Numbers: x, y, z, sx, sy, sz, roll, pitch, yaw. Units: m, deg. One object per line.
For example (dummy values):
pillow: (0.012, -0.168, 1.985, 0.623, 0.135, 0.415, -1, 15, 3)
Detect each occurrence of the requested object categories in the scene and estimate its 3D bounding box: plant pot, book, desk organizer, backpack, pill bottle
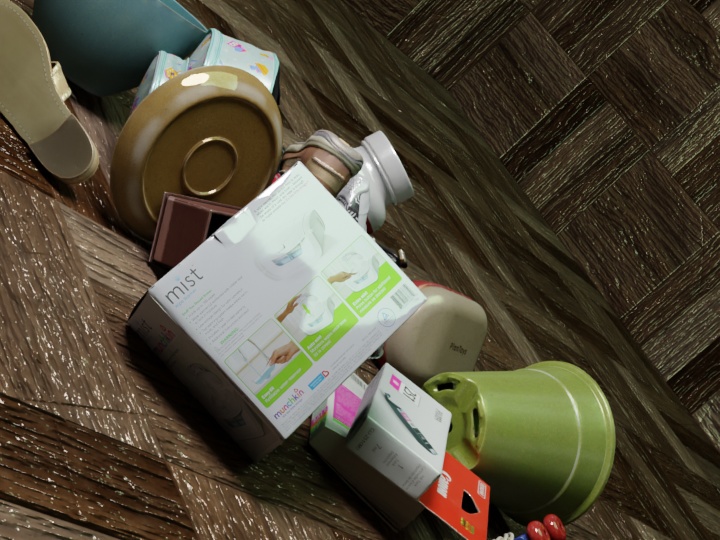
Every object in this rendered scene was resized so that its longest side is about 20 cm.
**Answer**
plant pot: (-0.290, -0.277, 1.665, 0.200, 0.135, 0.200, 38, 6, -5)
plant pot: (0.155, 0.190, 1.696, 0.190, 0.200, 0.200, 14, 33, -43)
book: (0.008, 0.172, 1.538, 0.134, 0.048, 0.200, 42, 13, -10)
desk organizer: (-0.107, -0.022, 1.501, 0.199, 0.072, 0.077, 10, 6, -44)
backpack: (-0.171, -0.161, 1.596, 0.153, 0.200, 0.176, 28, 20, -14)
plant pot: (-0.157, -0.108, 1.487, 0.200, 0.200, 0.027, 32, 5, -47)
pill bottle: (-0.044, -0.075, 1.692, 0.113, 0.199, 0.112, 60, -2, 4)

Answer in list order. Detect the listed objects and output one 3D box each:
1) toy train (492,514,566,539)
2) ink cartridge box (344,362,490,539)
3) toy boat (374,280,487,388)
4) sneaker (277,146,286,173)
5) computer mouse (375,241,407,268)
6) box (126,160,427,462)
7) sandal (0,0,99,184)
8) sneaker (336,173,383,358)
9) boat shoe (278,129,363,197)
toy train: (0.175, 0.330, 1.547, 0.116, 0.084, 0.200, 64, 17, 12)
ink cartridge box: (0.073, 0.185, 1.495, 0.173, 0.044, 0.200, 37, 13, -2)
toy boat: (0.067, 0.076, 1.885, 0.130, 0.131, 0.200, 20, -2, 30)
sneaker: (-0.118, -0.152, 1.804, 0.199, 0.114, 0.076, 6, 33, -43)
computer mouse: (-0.002, -0.055, 1.908, 0.140, 0.046, 0.200, 40, -14, 17)
box: (-0.074, 0.035, 1.324, 0.177, 0.200, 0.097, 46, -29, 0)
sandal: (-0.321, -0.166, 1.471, 0.212, 0.077, 0.070, 58, -4, 16)
sneaker: (0.000, 0.000, 1.624, 0.115, 0.201, 0.075, 16, -1, -27)
boat shoe: (-0.057, -0.088, 1.535, 0.076, 0.072, 0.200, 33, -14, -4)
